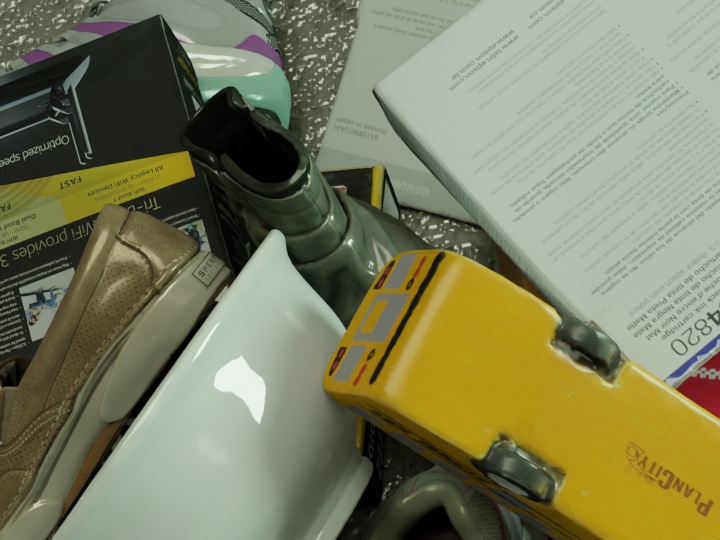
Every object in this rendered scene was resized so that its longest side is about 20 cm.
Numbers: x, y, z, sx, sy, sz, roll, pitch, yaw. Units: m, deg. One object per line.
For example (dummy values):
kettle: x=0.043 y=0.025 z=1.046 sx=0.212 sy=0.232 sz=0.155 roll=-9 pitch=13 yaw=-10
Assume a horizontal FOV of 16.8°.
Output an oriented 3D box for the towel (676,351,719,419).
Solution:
towel: x=0.170 y=-0.018 z=1.000 sx=0.144 sy=0.022 sz=0.201 roll=5 pitch=65 yaw=21

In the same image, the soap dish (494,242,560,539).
soap dish: x=0.140 y=0.020 z=1.050 sx=0.157 sy=0.081 sz=0.201 roll=-14 pitch=62 yaw=10

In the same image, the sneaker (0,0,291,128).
sneaker: x=-0.135 y=-0.109 z=1.241 sx=0.199 sy=0.078 sz=0.140 roll=-6 pitch=54 yaw=4

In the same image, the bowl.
bowl: x=-0.057 y=0.090 z=0.964 sx=0.090 sy=0.201 sz=0.201 roll=35 pitch=71 yaw=-2

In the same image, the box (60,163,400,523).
box: x=-0.084 y=0.035 z=1.144 sx=0.199 sy=0.049 sz=0.160 roll=-4 pitch=59 yaw=15

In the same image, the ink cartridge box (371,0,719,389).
ink cartridge box: x=0.138 y=-0.067 z=1.000 sx=0.199 sy=0.041 sz=0.200 roll=-38 pitch=58 yaw=-3

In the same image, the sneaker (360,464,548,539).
sneaker: x=0.017 y=0.167 z=0.989 sx=0.081 sy=0.088 sz=0.201 roll=6 pitch=79 yaw=21

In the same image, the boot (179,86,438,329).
boot: x=0.000 y=0.000 z=1.002 sx=0.068 sy=0.131 sz=0.200 roll=-48 pitch=38 yaw=-7

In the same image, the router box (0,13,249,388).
router box: x=-0.156 y=-0.009 z=1.121 sx=0.199 sy=0.052 sz=0.158 roll=-20 pitch=64 yaw=6

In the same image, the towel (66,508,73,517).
towel: x=-0.075 y=0.177 z=1.017 sx=0.111 sy=0.049 sz=0.200 roll=-4 pitch=42 yaw=4

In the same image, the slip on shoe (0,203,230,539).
slip on shoe: x=-0.132 y=0.061 z=1.034 sx=0.060 sy=0.076 sz=0.200 roll=35 pitch=111 yaw=-2

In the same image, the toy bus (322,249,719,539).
toy bus: x=0.089 y=0.070 z=0.913 sx=0.065 sy=0.200 sz=0.078 roll=-61 pitch=18 yaw=-12

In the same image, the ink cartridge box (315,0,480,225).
ink cartridge box: x=0.091 y=-0.102 z=1.180 sx=0.199 sy=0.044 sz=0.174 roll=15 pitch=89 yaw=25
